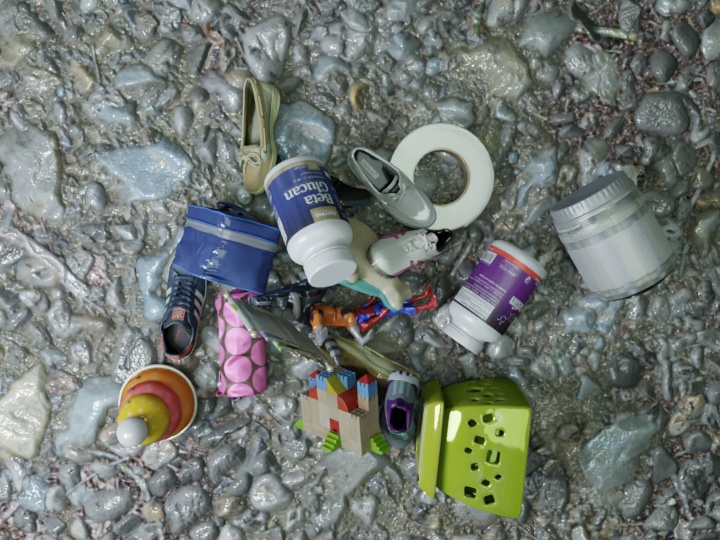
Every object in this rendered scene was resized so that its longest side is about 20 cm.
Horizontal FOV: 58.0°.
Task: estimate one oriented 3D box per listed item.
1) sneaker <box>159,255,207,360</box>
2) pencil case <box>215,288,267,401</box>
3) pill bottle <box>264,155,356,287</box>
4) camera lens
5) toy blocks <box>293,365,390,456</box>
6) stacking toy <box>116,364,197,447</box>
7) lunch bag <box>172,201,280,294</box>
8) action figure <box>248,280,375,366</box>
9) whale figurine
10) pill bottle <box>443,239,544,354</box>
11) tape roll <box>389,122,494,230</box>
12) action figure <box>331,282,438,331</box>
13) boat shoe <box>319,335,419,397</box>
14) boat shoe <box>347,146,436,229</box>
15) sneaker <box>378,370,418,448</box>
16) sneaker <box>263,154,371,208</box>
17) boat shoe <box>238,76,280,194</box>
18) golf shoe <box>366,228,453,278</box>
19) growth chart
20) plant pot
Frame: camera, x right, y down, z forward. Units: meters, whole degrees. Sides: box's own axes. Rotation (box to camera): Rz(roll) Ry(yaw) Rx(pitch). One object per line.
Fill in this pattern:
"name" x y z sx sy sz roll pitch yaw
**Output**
"sneaker" -0.323 0.066 1.177 0.075 0.085 0.201 3 94 -3
"pencil case" -0.220 0.132 1.188 0.093 0.091 0.201 -2 92 -3
"pill bottle" -0.078 -0.078 1.066 0.111 0.111 0.201 -22 67 -1
"camera lens" 0.456 -0.057 1.175 0.160 0.160 0.200 -32 95 -1
"toy blocks" -0.040 0.237 1.165 0.100 0.199 0.137 -19 112 -44
"stacking toy" -0.372 0.252 1.130 0.145 0.200 0.147 0 94 -4
"lunch bag" -0.231 -0.049 1.125 0.135 0.200 0.133 18 90 -35
"action figure" -0.100 0.082 1.149 0.199 0.193 0.105 -9 119 -36
"whale figurine" 0.000 0.000 1.169 0.200 0.159 0.104 45 121 1
"pill bottle" 0.240 0.051 1.194 0.112 0.112 0.200 34 92 -5
"tape roll" 0.148 -0.171 1.212 0.202 0.037 0.204 0 93 -3
"action figure" 0.040 0.071 1.210 0.199 0.066 0.052 -19 126 -2
"boat shoe" 0.018 0.174 1.213 0.200 0.063 0.073 28 131 0
"boat shoe" 0.055 -0.144 1.158 0.200 0.065 0.074 37 92 -4
"sneaker" 0.062 0.272 1.161 0.074 0.088 0.201 6 130 10
"sneaker" -0.075 -0.159 1.181 0.199 0.073 0.082 9 94 -4
"boat shoe" -0.189 -0.239 1.159 0.073 0.063 0.202 10 91 41
"golf shoe" 0.086 -0.043 1.137 0.092 0.200 0.073 -40 76 35
"growth chart" -0.136 0.109 1.123 0.200 0.145 0.018 32 100 -41
"plant pot" 0.193 0.304 1.173 0.181 0.200 0.200 5 95 2
